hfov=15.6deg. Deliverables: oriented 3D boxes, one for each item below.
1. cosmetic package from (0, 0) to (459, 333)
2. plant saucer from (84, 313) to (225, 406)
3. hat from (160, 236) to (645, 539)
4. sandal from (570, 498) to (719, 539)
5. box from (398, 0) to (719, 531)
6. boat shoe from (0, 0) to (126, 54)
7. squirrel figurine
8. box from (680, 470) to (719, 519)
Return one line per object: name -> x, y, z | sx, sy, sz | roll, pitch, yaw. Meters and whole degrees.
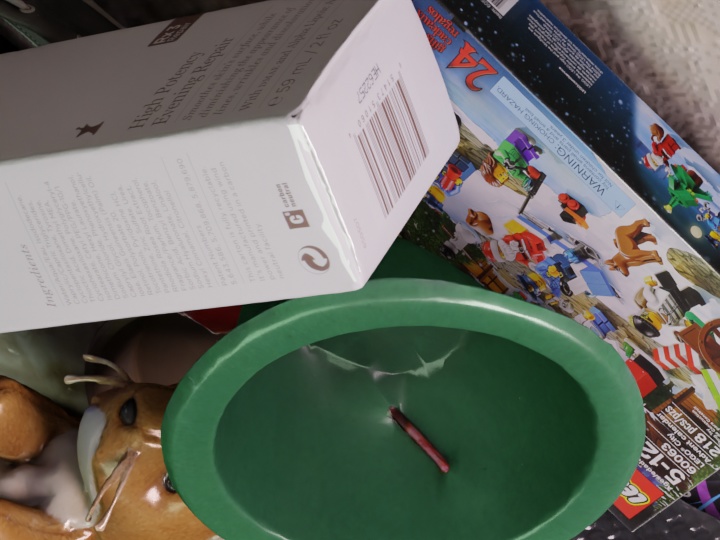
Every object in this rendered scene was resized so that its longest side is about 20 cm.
cosmetic package -> -0.075, -0.038, 0.931 | 0.199, 0.102, 0.074 | -6, 120, 29
plant saucer -> -0.030, 0.074, 1.174 | 0.199, 0.030, 0.201 | 19, 142, 15
hat -> 0.000, 0.000, 0.993 | 0.199, 0.177, 0.166 | 10, 135, -14
sandal -> 0.099, 0.112, 1.042 | 0.200, 0.076, 0.048 | 32, 160, -3
box -> 0.072, -0.008, 0.966 | 0.200, 0.038, 0.137 | 44, 141, 0
boat shoe -> -0.110, -0.071, 1.031 | 0.200, 0.057, 0.067 | 40, 142, -14
squirrel figurine -> -0.107, 0.113, 1.138 | 0.186, 0.142, 0.200 | -24, 135, 20
box -> 0.137, 0.112, 1.101 | 0.142, 0.036, 0.200 | -9, 128, 40
